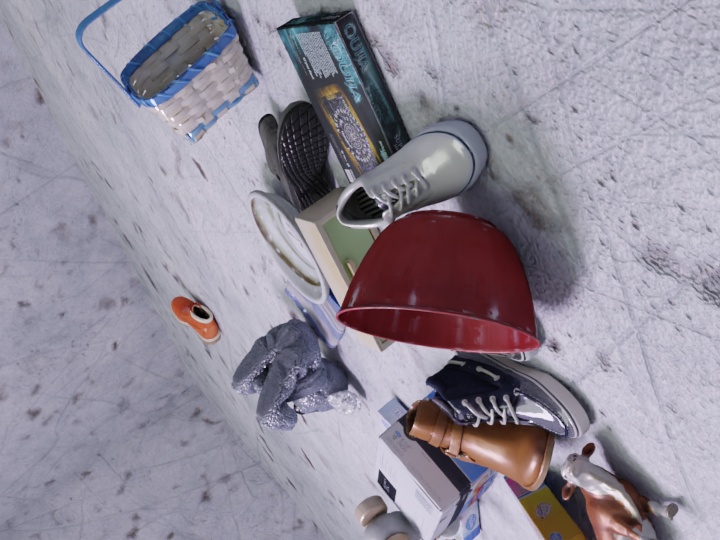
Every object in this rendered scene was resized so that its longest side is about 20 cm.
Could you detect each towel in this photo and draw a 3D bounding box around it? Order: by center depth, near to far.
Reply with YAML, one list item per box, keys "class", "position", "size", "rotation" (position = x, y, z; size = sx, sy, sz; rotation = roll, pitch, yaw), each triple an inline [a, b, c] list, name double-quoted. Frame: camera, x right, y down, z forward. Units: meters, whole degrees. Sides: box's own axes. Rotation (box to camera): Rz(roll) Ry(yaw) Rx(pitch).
- class: "towel"
  position: [-0.076, 0.050, 1.532]
  size: [0.147, 0.024, 0.200]
  rotation: [51, 161, 11]

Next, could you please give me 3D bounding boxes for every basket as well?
- class: "basket"
  position: [-0.238, -0.276, 1.139]
  size: [0.139, 0.176, 0.201]
  rotation: [42, 169, 42]

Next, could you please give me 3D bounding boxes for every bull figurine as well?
- class: "bull figurine"
  position: [0.283, 0.274, 0.955]
  size: [0.121, 0.065, 0.202]
  rotation: [21, 142, 61]

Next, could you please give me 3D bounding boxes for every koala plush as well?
- class: "koala plush"
  position: [-0.095, 0.199, 1.651]
  size: [0.199, 0.185, 0.177]
  rotation: [29, -174, -39]

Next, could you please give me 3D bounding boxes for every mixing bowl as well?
- class: "mixing bowl"
  position: [0.079, 0.008, 0.872]
  size: [0.197, 0.110, 0.200]
  rotation: [7, 167, 2]

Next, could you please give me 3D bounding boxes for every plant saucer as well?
- class: "plant saucer"
  position: [-0.097, -0.045, 1.378]
  size: [0.200, 0.050, 0.201]
  rotation: [47, 160, 22]

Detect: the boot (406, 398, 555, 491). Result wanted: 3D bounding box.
- class: "boot"
  position: [0.139, 0.194, 1.074]
  size: [0.153, 0.078, 0.200]
  rotation: [22, 174, -5]

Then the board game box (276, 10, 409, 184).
- class: "board game box"
  position: [-0.009, -0.175, 0.968]
  size: [0.135, 0.028, 0.202]
  rotation: [19, 140, 57]

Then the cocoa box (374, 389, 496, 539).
- class: "cocoa box"
  position: [0.109, 0.275, 1.282]
  size: [0.134, 0.131, 0.201]
  rotation: [47, 160, 21]

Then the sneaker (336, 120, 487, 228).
- class: "sneaker"
  position: [0.046, -0.081, 0.883]
  size: [0.073, 0.071, 0.199]
  rotation: [51, 147, -7]

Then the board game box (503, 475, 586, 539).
- class: "board game box"
  position: [0.249, 0.339, 1.094]
  size: [0.154, 0.040, 0.200]
  rotation: [60, 179, -13]

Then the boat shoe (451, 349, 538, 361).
- class: "boat shoe"
  position: [0.118, 0.065, 1.011]
  size: [0.199, 0.063, 0.071]
  rotation: [24, 145, 57]

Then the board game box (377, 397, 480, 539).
- class: "board game box"
  position: [0.116, 0.339, 1.513]
  size: [0.200, 0.043, 0.200]
  rotation: [42, 158, 35]

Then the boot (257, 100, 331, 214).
- class: "boot"
  position: [-0.099, -0.162, 1.169]
  size: [0.131, 0.067, 0.201]
  rotation: [50, 160, 32]

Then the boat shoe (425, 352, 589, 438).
- class: "boat shoe"
  position: [0.158, 0.151, 1.013]
  size: [0.199, 0.092, 0.075]
  rotation: [28, 148, 54]

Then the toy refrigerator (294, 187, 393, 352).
- class: "toy refrigerator"
  position: [0.000, 0.000, 1.175]
  size: [0.070, 0.076, 0.202]
  rotation: [19, 139, 60]

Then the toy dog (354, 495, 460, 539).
- class: "toy dog"
  position: [0.066, 0.412, 1.381]
  size: [0.198, 0.097, 0.133]
  rotation: [25, -154, -27]

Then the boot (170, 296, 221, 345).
- class: "boot"
  position: [-0.475, 0.116, 2.569]
  size: [0.199, 0.075, 0.108]
  rotation: [34, 150, 30]
